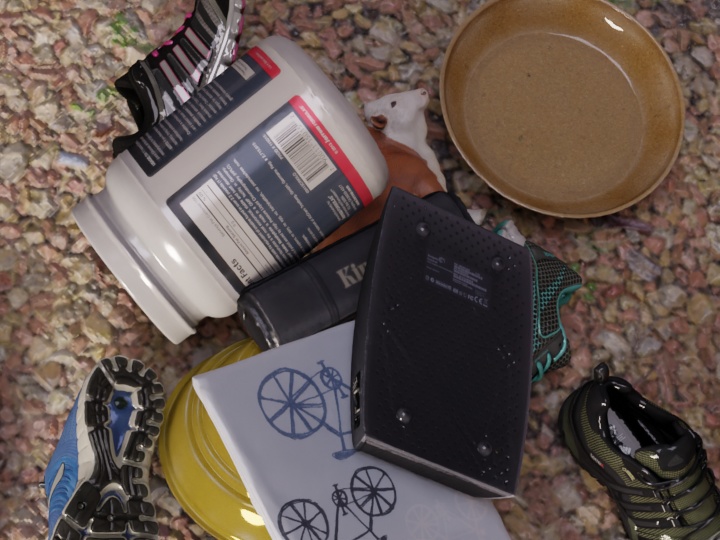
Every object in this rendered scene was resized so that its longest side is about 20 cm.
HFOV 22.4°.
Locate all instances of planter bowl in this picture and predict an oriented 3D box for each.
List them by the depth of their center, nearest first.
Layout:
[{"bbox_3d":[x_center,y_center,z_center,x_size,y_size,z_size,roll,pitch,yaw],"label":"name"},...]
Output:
[{"bbox_3d":[-0.041,0.100,1.282,0.199,0.084,0.201,6,48,-7],"label":"planter bowl"}]

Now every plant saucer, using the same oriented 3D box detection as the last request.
[{"bbox_3d":[0.155,-0.127,1.432,0.198,0.035,0.202,4,68,-9],"label":"plant saucer"}]

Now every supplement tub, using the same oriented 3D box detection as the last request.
[{"bbox_3d":[-0.092,-0.057,1.300,0.200,0.140,0.141,-39,77,-3],"label":"supplement tub"}]

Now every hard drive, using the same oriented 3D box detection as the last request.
[{"bbox_3d":[0.054,0.052,1.246,0.134,0.042,0.201,23,53,-23],"label":"hard drive"}]

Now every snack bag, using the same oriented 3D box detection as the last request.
[{"bbox_3d":[0.001,0.133,1.201,0.188,0.021,0.201,-18,75,-42],"label":"snack bag"}]

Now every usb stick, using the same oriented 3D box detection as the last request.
[{"bbox_3d":[0.000,0.000,1.296,0.199,0.033,0.056,-28,76,-30],"label":"usb stick"}]

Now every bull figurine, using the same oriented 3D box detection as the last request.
[{"bbox_3d":[0.028,-0.040,1.384,0.121,0.065,0.201,25,70,3],"label":"bull figurine"}]

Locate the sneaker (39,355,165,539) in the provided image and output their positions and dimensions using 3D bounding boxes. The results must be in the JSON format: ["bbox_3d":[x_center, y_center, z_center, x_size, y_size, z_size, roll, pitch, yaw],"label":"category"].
[{"bbox_3d":[-0.185,0.166,1.286,0.078,0.089,0.202,17,64,-18],"label":"sneaker"}]

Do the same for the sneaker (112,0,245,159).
[{"bbox_3d":[-0.143,-0.154,1.406,0.087,0.074,0.202,13,75,-6],"label":"sneaker"}]

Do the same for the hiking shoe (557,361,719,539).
[{"bbox_3d":[0.221,0.158,1.310,0.076,0.101,0.200,-40,78,-15],"label":"hiking shoe"}]

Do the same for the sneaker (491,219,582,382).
[{"bbox_3d":[0.112,0.060,1.347,0.091,0.078,0.201,25,63,-7],"label":"sneaker"}]
